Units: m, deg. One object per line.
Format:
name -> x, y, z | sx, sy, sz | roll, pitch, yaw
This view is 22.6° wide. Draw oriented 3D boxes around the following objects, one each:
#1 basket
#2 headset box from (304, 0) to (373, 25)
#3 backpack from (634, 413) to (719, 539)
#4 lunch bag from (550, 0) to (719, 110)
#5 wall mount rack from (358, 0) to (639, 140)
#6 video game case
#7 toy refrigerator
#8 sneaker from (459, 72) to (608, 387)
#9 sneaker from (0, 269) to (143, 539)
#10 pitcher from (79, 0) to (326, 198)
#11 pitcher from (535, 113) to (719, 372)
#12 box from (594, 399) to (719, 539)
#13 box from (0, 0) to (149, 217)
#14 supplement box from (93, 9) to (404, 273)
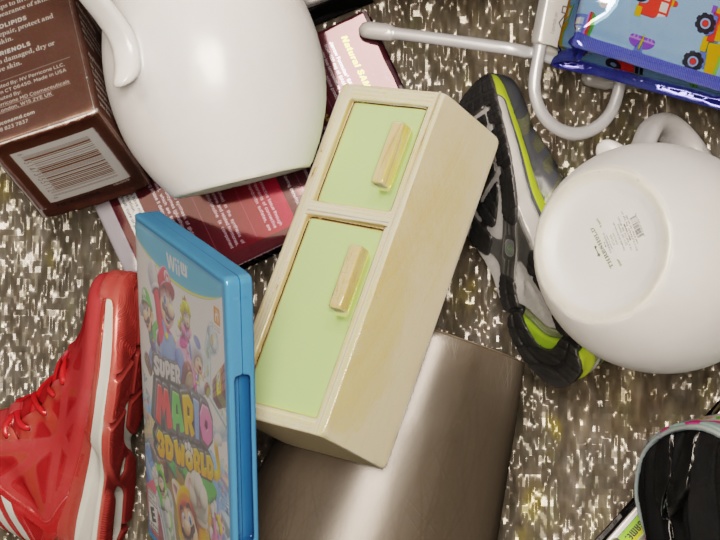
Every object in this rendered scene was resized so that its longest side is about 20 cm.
basket -> 0.012, 0.130, 1.065 | 0.180, 0.136, 0.200 | 18, 87, -7
headset box -> -0.097, -0.233, 1.102 | 0.149, 0.075, 0.200 | -20, 88, 4
backpack -> 0.238, 0.168, 0.992 | 0.151, 0.178, 0.200 | -18, 84, -19
lunch bag -> 0.225, -0.163, 0.994 | 0.200, 0.094, 0.151 | 15, 89, -1
wall mount rack -> 0.101, -0.182, 1.066 | 0.174, 0.075, 0.200 | 10, 90, -23
video game case -> -0.091, 0.080, 0.997 | 0.018, 0.143, 0.200 | -8, 109, -24
toy refrigerator -> 0.000, 0.000, 1.002 | 0.076, 0.070, 0.200 | 11, 75, 39
sneaker -> 0.114, -0.028, 1.093 | 0.081, 0.074, 0.200 | -9, 73, -35
sneaker -> -0.192, 0.084, 1.084 | 0.115, 0.078, 0.200 | 13, 111, 8
pitcher -> -0.106, -0.141, 0.985 | 0.121, 0.172, 0.200 | -12, 93, 43
pitcher -> 0.172, -0.024, 1.007 | 0.121, 0.200, 0.172 | -38, 64, 27
box -> 0.245, 0.132, 1.094 | 0.110, 0.035, 0.200 | 41, 92, 3
box -> -0.190, -0.144, 1.063 | 0.075, 0.100, 0.200 | -17, 65, 5
supplement box -> -0.062, -0.065, 1.105 | 0.200, 0.061, 0.109 | -25, 88, 5
